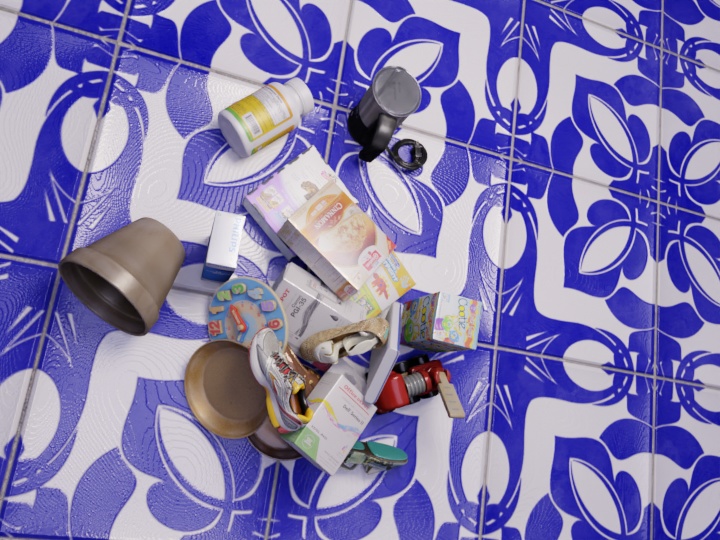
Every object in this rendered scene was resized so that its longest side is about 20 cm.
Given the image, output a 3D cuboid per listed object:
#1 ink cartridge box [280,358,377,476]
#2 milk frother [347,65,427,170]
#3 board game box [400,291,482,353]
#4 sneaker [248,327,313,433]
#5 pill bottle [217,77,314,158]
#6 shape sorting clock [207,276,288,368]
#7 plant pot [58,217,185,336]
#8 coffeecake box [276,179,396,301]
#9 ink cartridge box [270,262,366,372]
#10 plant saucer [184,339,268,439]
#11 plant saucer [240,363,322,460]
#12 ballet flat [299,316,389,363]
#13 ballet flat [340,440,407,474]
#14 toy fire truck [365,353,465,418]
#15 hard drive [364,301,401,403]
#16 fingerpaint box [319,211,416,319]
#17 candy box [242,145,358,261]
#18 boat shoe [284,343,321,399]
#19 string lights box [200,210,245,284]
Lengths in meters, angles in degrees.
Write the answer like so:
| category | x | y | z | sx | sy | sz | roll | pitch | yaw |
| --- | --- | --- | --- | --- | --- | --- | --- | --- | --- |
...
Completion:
| category | x | y | z | sx | sy | sz | roll | pitch | yaw |
| --- | --- | --- | --- | --- | --- | --- | --- | --- | --- |
| ink cartridge box | -0.049 | 0.285 | 1.128 | 0.117 | 0.067 | 0.201 | 46 | 65 | -22 |
| milk frother | 0.092 | -0.341 | 1.313 | 0.198 | 0.188 | 0.183 | -1 | 81 | -18 |
| board game box | 0.170 | 0.119 | 1.251 | 0.102 | 0.200 | 0.106 | 15 | 75 | -15 |
| sneaker | -0.142 | 0.199 | 1.058 | 0.078 | 0.082 | 0.202 | -26 | 95 | -58 |
| pill bottle | -0.205 | -0.345 | 1.256 | 0.199 | 0.111 | 0.111 | -37 | 93 | -21 |
| shape sorting clock | -0.232 | 0.113 | 1.143 | 0.039 | 0.199 | 0.202 | -12 | 82 | -59 |
| plant pot | -0.436 | -0.003 | 1.091 | 0.200 | 0.200 | 0.174 | 40 | 55 | -8 |
| coffeecake box | -0.047 | -0.063 | 1.180 | 0.200 | 0.073 | 0.154 | 45 | 54 | -4 |
| ink cartridge box | -0.108 | 0.102 | 1.189 | 0.199 | 0.083 | 0.147 | 32 | 114 | -11 |
| plant saucer | -0.258 | 0.233 | 1.132 | 0.198 | 0.035 | 0.203 | 2 | 97 | 18 |
| plant saucer | -0.156 | 0.296 | 1.200 | 0.198 | 0.034 | 0.203 | 3 | 80 | -18 |
| ballet flat | -0.036 | 0.147 | 1.122 | 0.199 | 0.066 | 0.071 | -23 | 119 | 16 |
| ballet flat | 0.005 | 0.404 | 1.224 | 0.198 | 0.074 | 0.075 | 20 | 75 | -17 |
| toy fire truck | 0.123 | 0.259 | 1.210 | 0.174 | 0.200 | 0.130 | -14 | 84 | -20 |
| hard drive | 0.050 | 0.166 | 1.182 | 0.025 | 0.200 | 0.133 | 22 | 113 | -4 |
| fingerpaint box | 0.000 | 0.000 | 1.283 | 0.166 | 0.073 | 0.201 | -37 | 94 | -20 |
| candy box | -0.133 | -0.150 | 1.267 | 0.200 | 0.071 | 0.168 | -41 | 94 | -20 |
| boat shoe | -0.116 | 0.235 | 1.173 | 0.067 | 0.072 | 0.201 | -30 | 97 | -27 |
| string lights box | -0.276 | -0.041 | 1.131 | 0.058 | 0.200 | 0.104 | 12 | 76 | -16 |
